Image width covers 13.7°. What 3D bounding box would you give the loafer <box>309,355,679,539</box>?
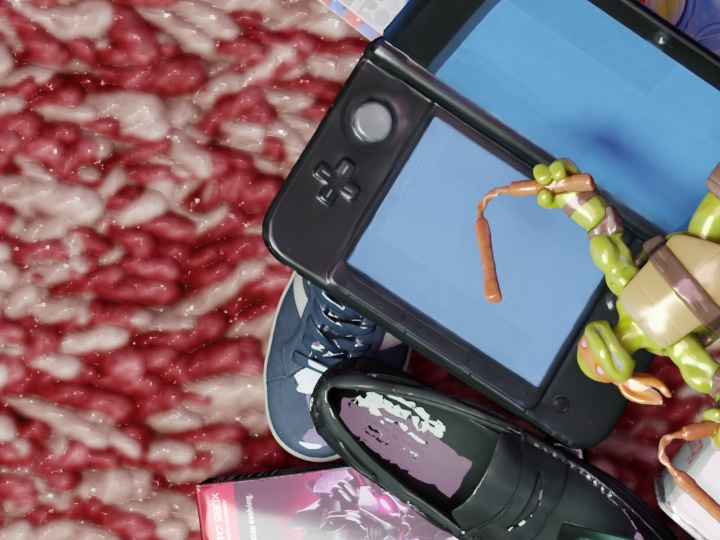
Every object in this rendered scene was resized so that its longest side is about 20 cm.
[{"bbox_3d":[0.064,0.106,1.433,0.200,0.070,0.068,30,92,6],"label":"loafer"}]

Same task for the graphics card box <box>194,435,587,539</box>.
[{"bbox_3d":[0.023,0.154,1.497,0.200,0.051,0.126,-7,89,5],"label":"graphics card box"}]

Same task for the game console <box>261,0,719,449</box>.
[{"bbox_3d":[0.084,-0.036,1.394,0.200,0.118,0.171,33,78,-9],"label":"game console"}]

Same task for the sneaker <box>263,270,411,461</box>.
[{"bbox_3d":[0.000,0.000,1.482,0.075,0.085,0.200,19,92,6],"label":"sneaker"}]

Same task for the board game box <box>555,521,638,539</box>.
[{"bbox_3d":[0.156,0.203,1.417,0.135,0.200,0.028,12,50,14],"label":"board game box"}]

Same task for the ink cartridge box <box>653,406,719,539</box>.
[{"bbox_3d":[0.233,0.054,1.425,0.085,0.146,0.200,40,94,3],"label":"ink cartridge box"}]

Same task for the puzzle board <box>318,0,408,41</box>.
[{"bbox_3d":[0.038,-0.217,1.512,0.151,0.017,0.200,38,94,5],"label":"puzzle board"}]

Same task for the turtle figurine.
[{"bbox_3d":[0.160,0.010,1.357,0.161,0.064,0.200,-40,72,10],"label":"turtle figurine"}]

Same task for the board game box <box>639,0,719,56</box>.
[{"bbox_3d":[0.141,-0.118,1.437,0.135,0.034,0.200,48,127,-1],"label":"board game box"}]
